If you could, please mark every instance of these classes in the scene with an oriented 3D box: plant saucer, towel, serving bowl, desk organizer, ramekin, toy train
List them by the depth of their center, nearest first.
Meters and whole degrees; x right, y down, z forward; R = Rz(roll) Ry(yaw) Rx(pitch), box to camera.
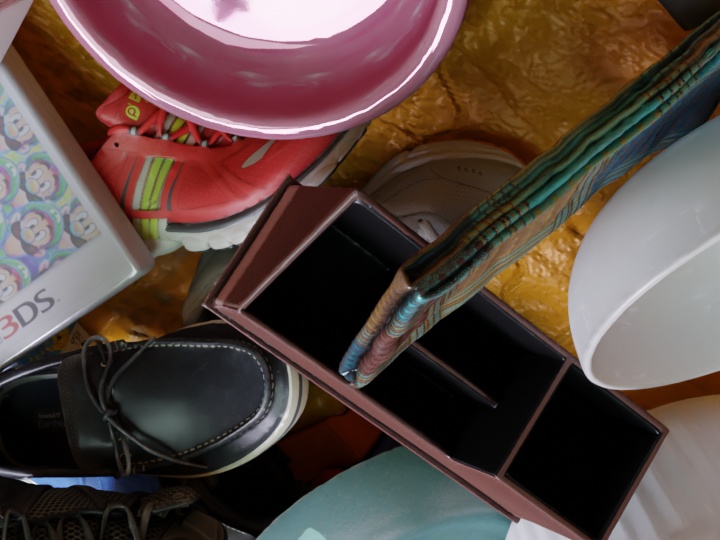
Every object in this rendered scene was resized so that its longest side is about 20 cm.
[{"bbox_3d":[0.080,-0.032,0.563,0.022,0.200,0.147,49,163,8],"label":"towel"},{"bbox_3d":[0.172,-0.025,0.620,0.200,0.066,0.200,-20,158,-8],"label":"serving bowl"},{"bbox_3d":[-0.046,-0.151,0.631,0.200,0.051,0.201,9,131,11],"label":"plant saucer"},{"bbox_3d":[0.037,0.043,0.666,0.200,0.072,0.077,37,169,-23],"label":"desk organizer"},{"bbox_3d":[0.171,0.156,0.765,0.200,0.098,0.201,-13,136,-13],"label":"ramekin"},{"bbox_3d":[0.023,0.168,0.801,0.200,0.036,0.200,-18,139,-17],"label":"plant saucer"},{"bbox_3d":[-0.019,0.076,0.834,0.200,0.085,0.116,-26,103,33],"label":"toy train"}]

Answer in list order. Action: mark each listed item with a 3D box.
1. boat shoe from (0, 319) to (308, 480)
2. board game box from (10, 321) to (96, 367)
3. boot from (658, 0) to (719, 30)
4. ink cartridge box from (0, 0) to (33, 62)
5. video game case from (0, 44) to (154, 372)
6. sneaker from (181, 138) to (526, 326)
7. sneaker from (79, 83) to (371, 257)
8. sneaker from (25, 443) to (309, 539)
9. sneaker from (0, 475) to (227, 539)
[{"bbox_3d":[-0.116,0.068,0.722,0.200,0.062,0.075,-10,85,28],"label":"boat shoe"},{"bbox_3d":[-0.293,0.023,0.889,0.200,0.056,0.196,-17,125,32],"label":"board game box"},{"bbox_3d":[0.060,-0.160,0.537,0.200,0.066,0.165,39,98,-20],"label":"boot"},{"bbox_3d":[-0.271,-0.120,0.672,0.200,0.083,0.147,35,112,-1],"label":"ink cartridge box"},{"bbox_3d":[-0.226,-0.039,0.746,0.182,0.024,0.200,-32,92,23],"label":"video game case"},{"bbox_3d":[0.000,0.000,0.734,0.200,0.092,0.076,-14,126,29],"label":"sneaker"},{"bbox_3d":[-0.091,-0.056,0.730,0.200,0.077,0.085,-15,116,28],"label":"sneaker"},{"bbox_3d":[-0.113,0.100,0.801,0.200,0.077,0.111,38,126,6],"label":"sneaker"},{"bbox_3d":[-0.135,0.126,0.674,0.114,0.076,0.199,-7,163,29],"label":"sneaker"}]
